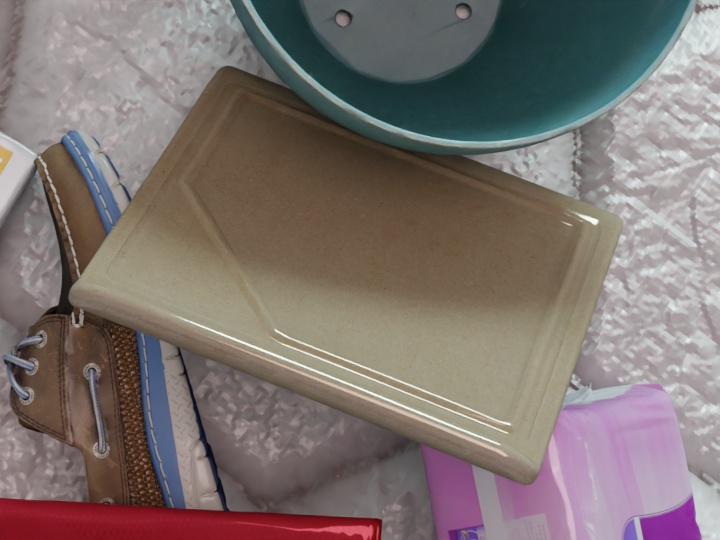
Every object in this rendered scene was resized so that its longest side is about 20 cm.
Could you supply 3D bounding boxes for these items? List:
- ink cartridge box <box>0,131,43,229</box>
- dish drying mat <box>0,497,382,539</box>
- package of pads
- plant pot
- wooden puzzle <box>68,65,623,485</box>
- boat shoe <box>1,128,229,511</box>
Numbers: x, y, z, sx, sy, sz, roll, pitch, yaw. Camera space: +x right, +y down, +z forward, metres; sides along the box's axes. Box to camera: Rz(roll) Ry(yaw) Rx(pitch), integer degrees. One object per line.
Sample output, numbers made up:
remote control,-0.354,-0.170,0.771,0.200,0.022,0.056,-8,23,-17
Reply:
ink cartridge box,-0.263,-0.012,0.901,0.200,0.043,0.198,31,78,-8
dish drying mat,-0.090,0.125,0.888,0.199,0.018,0.077,3,119,7
package of pads,0.095,0.148,0.911,0.120,0.076,0.201,-5,82,-55
plant pot,0.030,-0.138,0.929,0.199,0.135,0.201,1,83,-11
wooden puzzle,0.000,0.000,0.885,0.185,0.037,0.200,22,34,4
boat shoe,-0.106,0.044,0.906,0.072,0.072,0.201,-17,91,-5
